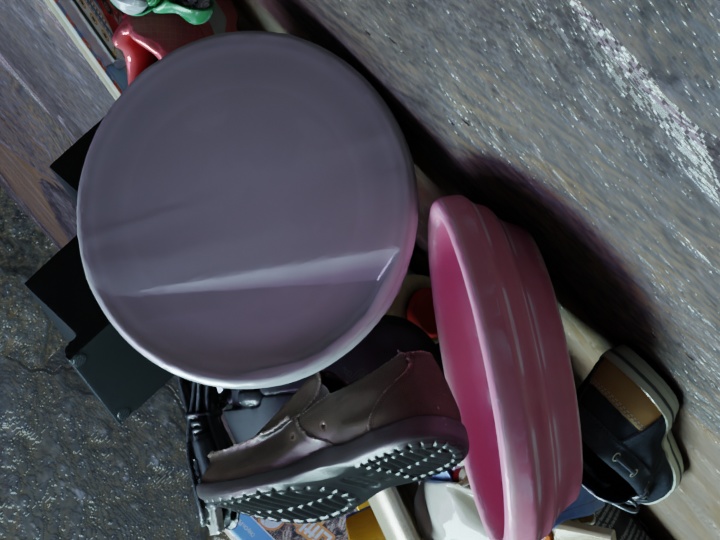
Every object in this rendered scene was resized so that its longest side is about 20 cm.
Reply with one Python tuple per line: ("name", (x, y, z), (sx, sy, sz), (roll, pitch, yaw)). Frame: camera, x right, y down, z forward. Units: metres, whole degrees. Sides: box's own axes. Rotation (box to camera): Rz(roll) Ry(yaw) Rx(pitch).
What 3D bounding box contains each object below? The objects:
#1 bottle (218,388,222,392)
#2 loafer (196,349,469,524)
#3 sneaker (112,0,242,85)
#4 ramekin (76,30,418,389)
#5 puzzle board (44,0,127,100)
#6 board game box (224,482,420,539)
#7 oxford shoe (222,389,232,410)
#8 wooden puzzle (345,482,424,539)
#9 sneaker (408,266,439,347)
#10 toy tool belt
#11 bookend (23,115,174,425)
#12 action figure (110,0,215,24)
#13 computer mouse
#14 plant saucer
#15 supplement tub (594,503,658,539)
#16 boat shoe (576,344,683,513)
("bottle", (-0.015, 0.089, 1.977), (0.199, 0.066, 0.083), (11, 173, 30))
("loafer", (-0.015, 0.096, 1.606), (0.199, 0.072, 0.073), (-20, 151, 38))
("sneaker", (-0.108, -0.075, 1.701), (0.073, 0.087, 0.202), (-6, 105, 38))
("ramekin", (-0.058, -0.029, 1.601), (0.202, 0.202, 0.094), (45, -178, 13))
("puzzle board", (-0.166, -0.164, 1.874), (0.200, 0.017, 0.151), (55, -166, -26))
("board game box", (0.020, 0.172, 2.024), (0.159, 0.200, 0.097), (40, 169, 36))
("oxford shoe", (-0.059, 0.059, 1.921), (0.084, 0.072, 0.201), (-3, -110, -64))
("wooden puzzle", (0.002, 0.128, 1.813), (0.200, 0.046, 0.186), (-94, -21, -79))
("sneaker", (0.000, 0.000, 1.787), (0.200, 0.074, 0.118), (43, -177, -45))
("toy tool belt", (0.088, 0.091, 1.701), (0.123, 0.125, 0.201), (-1, 117, 53))
("bookend", (-0.186, -0.018, 2.181), (0.198, 0.200, 0.092), (38, 167, 42))
("action figure", (-0.161, -0.216, 1.626), (0.200, 0.118, 0.055), (41, 160, -16))
("computer mouse", (-0.039, 0.081, 1.680), (0.053, 0.199, 0.140), (3, -103, -55))
("plant saucer", (0.081, 0.056, 1.521), (0.201, 0.050, 0.202), (169, 90, -85))
("supplement tub", (0.114, 0.162, 1.842), (0.200, 0.107, 0.107), (48, 171, -10))
("boat shoe", (0.145, 0.101, 1.596), (0.075, 0.062, 0.200), (43, 171, 16))
